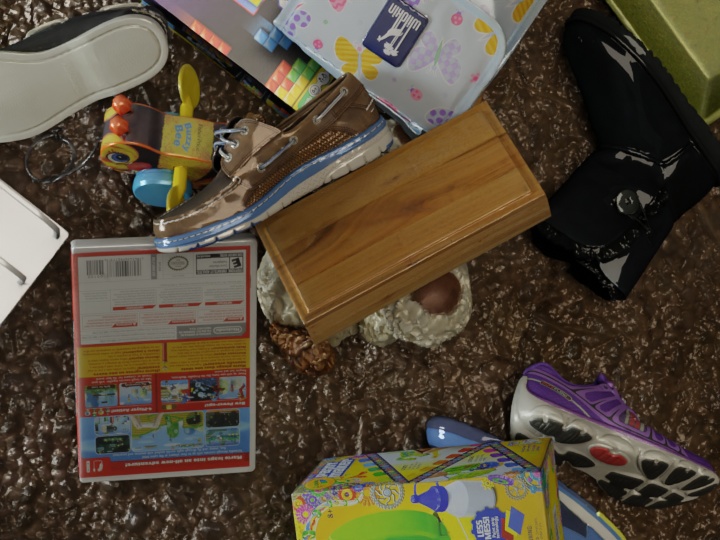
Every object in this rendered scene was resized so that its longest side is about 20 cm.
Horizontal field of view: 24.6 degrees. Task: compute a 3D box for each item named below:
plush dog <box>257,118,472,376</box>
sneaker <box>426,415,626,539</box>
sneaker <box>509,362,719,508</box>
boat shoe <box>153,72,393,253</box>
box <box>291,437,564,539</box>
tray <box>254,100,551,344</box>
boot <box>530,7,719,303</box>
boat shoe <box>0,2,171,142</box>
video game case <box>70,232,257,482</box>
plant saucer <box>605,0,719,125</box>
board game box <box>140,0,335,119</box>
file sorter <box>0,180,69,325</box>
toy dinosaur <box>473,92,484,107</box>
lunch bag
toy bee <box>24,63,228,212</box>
[{"bbox_3d":[0.000,0.000,1.321,0.170,0.161,0.202,-8,60,3],"label":"plush dog"},{"bbox_3d":[0.126,0.195,1.351,0.199,0.074,0.083,39,83,-6],"label":"sneaker"},{"bbox_3d":[0.216,0.132,1.371,0.199,0.081,0.084,28,50,-19],"label":"sneaker"},{"bbox_3d":[-0.076,-0.082,1.235,0.199,0.072,0.073,-30,105,-16],"label":"boat shoe"},{"bbox_3d":[0.062,0.247,1.272,0.190,0.122,0.202,-7,95,12],"label":"box"},{"bbox_3d":[0.030,-0.038,1.224,0.199,0.037,0.099,-29,58,-1],"label":"tray"},{"bbox_3d":[0.198,-0.094,1.375,0.168,0.076,0.200,-45,102,-13],"label":"boot"},{"bbox_3d":[-0.243,-0.160,1.301,0.198,0.060,0.074,-22,114,8],"label":"boat shoe"},{"bbox_3d":[-0.152,0.069,1.290,0.141,0.017,0.202,-2,112,-11],"label":"video game case"},{"bbox_3d":[0.309,-0.259,1.385,0.199,0.048,0.200,-36,91,19],"label":"plant saucer"},{"bbox_3d":[-0.056,-0.248,1.345,0.165,0.057,0.201,36,81,-9],"label":"board game box"},{"bbox_3d":[-0.333,0.005,1.246,0.138,0.124,0.201,38,81,-7],"label":"file sorter"},{"bbox_3d":[0.076,-0.140,1.363,0.105,0.060,0.202,11,86,-12],"label":"toy dinosaur"},{"bbox_3d":[0.053,-0.220,1.274,0.169,0.127,0.201,37,82,-3],"label":"lunch bag"},{"bbox_3d":[-0.158,-0.090,1.273,0.198,0.109,0.132,-16,72,-9],"label":"toy bee"}]
